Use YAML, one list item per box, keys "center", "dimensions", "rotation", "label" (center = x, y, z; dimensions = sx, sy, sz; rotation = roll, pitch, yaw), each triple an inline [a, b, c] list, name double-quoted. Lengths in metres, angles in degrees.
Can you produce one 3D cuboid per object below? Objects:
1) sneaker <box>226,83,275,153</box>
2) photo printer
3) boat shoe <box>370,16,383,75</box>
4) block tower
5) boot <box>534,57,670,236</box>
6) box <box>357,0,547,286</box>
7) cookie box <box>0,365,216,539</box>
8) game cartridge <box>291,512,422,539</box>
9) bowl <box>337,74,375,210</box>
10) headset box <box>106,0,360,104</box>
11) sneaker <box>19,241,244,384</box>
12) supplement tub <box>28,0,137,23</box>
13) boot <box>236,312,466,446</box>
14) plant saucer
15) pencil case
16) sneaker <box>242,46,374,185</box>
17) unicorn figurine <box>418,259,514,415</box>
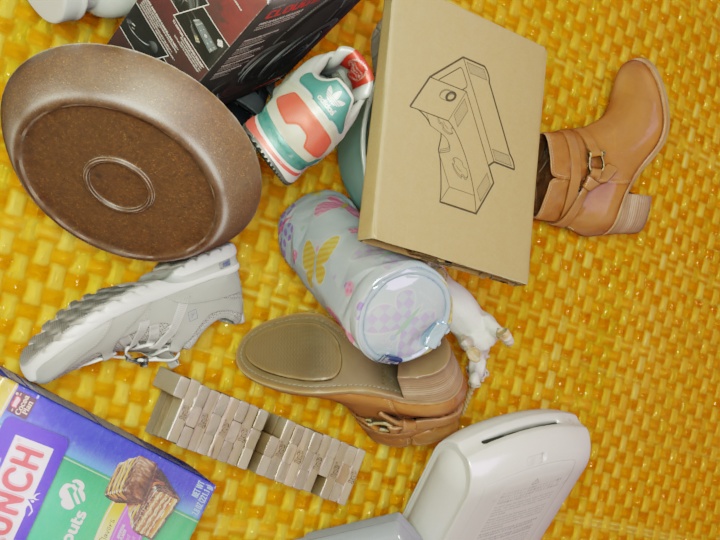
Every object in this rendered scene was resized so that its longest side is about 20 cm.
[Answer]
- center: [-0.108, -0.140, 0.823]
  dimensions: [0.078, 0.079, 0.202]
  rotation: [28, 77, -30]
  label: "sneaker"
- center: [0.124, 0.216, 0.949]
  dimensions: [0.165, 0.070, 0.202]
  rotation: [-7, 133, -33]
  label: "photo printer"
- center: [0.066, -0.116, 0.819]
  dimensions: [0.071, 0.075, 0.203]
  rotation: [-17, 104, -33]
  label: "boat shoe"
- center: [-0.093, 0.147, 0.867]
  dimensions: [0.199, 0.054, 0.058]
  rotation: [30, 77, -31]
  label: "block tower"
- center: [0.249, -0.138, 1.063]
  dimensions: [0.153, 0.073, 0.203]
  rotation: [5, 88, -29]
  label: "boot"
- center: [0.076, -0.102, 0.771]
  dimensions: [0.162, 0.021, 0.203]
  rotation: [14, 77, -35]
  label: "box"
- center: [-0.239, 0.193, 0.761]
  dimensions: [0.199, 0.075, 0.173]
  rotation: [34, 76, -29]
  label: "cookie box"
- center: [0.024, 0.324, 0.921]
  dimensions: [0.132, 0.041, 0.202]
  rotation: [-18, 107, 12]
  label: "game cartridge"
- center: [0.057, -0.111, 0.916]
  dimensions: [0.199, 0.105, 0.204]
  rotation: [-3, 96, -33]
  label: "bowl"
- center: [-0.072, -0.193, 0.697]
  dimensions: [0.148, 0.199, 0.078]
  rotation: [-35, 92, -42]
  label: "headset box"
- center: [-0.171, 0.048, 0.794]
  dimensions: [0.199, 0.074, 0.083]
  rotation: [-27, 106, -29]
  label: "sneaker"
- center: [-0.158, -0.273, 0.742]
  dimensions: [0.198, 0.140, 0.142]
  rotation: [-26, 107, -29]
  label: "supplement tub"
- center: [-0.004, 0.110, 0.895]
  dimensions: [0.155, 0.197, 0.075]
  rotation: [74, 24, -57]
  label: "boot"
- center: [-0.171, -0.071, 0.719]
  dimensions: [0.200, 0.199, 0.035]
  rotation: [41, 44, -28]
  label: "plant saucer"
- center: [0.000, 0.000, 0.829]
  dimensions: [0.090, 0.200, 0.084]
  rotation: [12, 107, -30]
  label: "pencil case"
- center: [-0.024, -0.132, 0.774]
  dimensions: [0.093, 0.200, 0.071]
  rotation: [-35, 102, 18]
  label: "sneaker"
- center: [0.093, 0.049, 0.951]
  dimensions: [0.073, 0.137, 0.202]
  rotation: [-28, 95, 0]
  label: "unicorn figurine"
